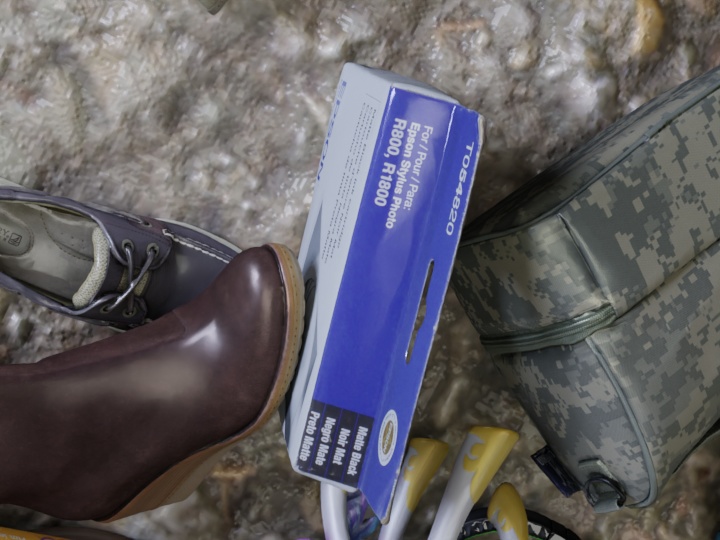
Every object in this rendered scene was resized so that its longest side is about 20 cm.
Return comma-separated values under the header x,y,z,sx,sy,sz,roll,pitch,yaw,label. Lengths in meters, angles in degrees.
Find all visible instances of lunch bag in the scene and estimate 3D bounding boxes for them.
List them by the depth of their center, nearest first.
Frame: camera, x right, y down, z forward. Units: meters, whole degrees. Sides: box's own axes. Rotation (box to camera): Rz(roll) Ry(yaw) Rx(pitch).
x,y,z,sx,sy,sz,roll,pitch,yaw,label
0.160,0.009,0.730,0.199,0.139,0.168,-34,93,-22,lunch bag

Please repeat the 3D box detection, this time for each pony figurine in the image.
x,y,z,sx,sy,sz,roll,pitch,yaw,label
0.004,0.187,0.767,0.192,0.166,0.202,0,71,33,pony figurine

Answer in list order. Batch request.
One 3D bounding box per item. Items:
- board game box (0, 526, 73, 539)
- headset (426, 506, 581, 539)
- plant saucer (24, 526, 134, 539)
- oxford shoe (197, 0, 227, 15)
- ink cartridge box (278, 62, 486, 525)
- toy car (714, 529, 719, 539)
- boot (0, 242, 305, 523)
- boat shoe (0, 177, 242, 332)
x,y,z,sx,sy,sz,roll,pitch,yaw,label
-0.212,0.184,0.743,0.199,0.030,0.096,19,99,-31,board game box
0.120,0.226,0.846,0.199,0.094,0.124,35,100,3,headset
-0.178,0.253,0.826,0.198,0.029,0.202,-1,101,-6,plant saucer
-0.148,-0.197,0.714,0.199,0.071,0.075,23,104,-10,oxford shoe
0.000,0.000,0.705,0.040,0.200,0.201,12,100,-13,ink cartridge box
0.307,0.091,0.802,0.175,0.184,0.202,4,73,-8,toy car
-0.131,0.061,0.710,0.165,0.073,0.201,7,129,-36,boot
-0.144,-0.002,0.756,0.199,0.065,0.072,20,96,-12,boat shoe
